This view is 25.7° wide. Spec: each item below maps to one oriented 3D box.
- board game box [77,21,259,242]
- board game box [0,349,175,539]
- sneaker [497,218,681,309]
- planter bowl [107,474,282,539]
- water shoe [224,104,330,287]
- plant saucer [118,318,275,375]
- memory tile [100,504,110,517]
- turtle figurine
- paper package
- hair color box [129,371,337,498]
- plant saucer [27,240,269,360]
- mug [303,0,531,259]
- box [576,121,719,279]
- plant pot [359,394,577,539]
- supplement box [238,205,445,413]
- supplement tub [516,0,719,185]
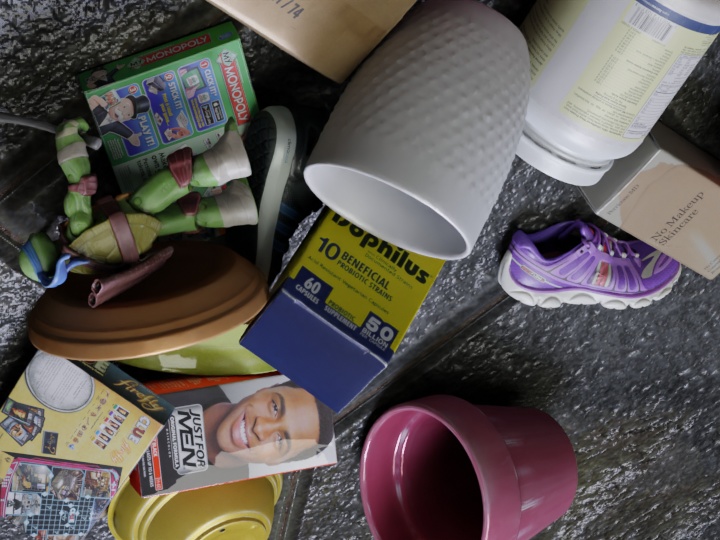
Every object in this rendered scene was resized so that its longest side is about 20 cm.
[{"bbox_3d":[-0.146,-0.105,1.337,0.134,0.029,0.201,-21,137,-7],"label":"board game box"},{"bbox_3d":[-0.278,0.164,1.471,0.135,0.035,0.200,35,119,-5],"label":"board game box"},{"bbox_3d":[0.236,-0.012,1.577,0.198,0.081,0.084,-4,127,-22],"label":"sneaker"},{"bbox_3d":[-0.153,0.256,1.622,0.199,0.084,0.201,-20,141,-17],"label":"planter bowl"},{"bbox_3d":[-0.063,-0.052,1.356,0.078,0.072,0.201,-8,136,-26],"label":"water shoe"},{"bbox_3d":[-0.146,0.057,1.432,0.198,0.031,0.200,2,162,1],"label":"plant saucer"},{"bbox_3d":[-0.259,0.194,1.578,0.199,0.017,0.153,26,117,-41],"label":"memory tile"},{"bbox_3d":[-0.191,-0.072,1.269,0.193,0.200,0.145,-17,113,-9],"label":"turtle figurine"},{"bbox_3d":[-0.040,-0.270,1.177,0.199,0.104,0.191,25,118,-41],"label":"paper package"},{"bbox_3d":[-0.128,0.151,1.536,0.198,0.061,0.102,-9,100,-19],"label":"hair color box"},{"bbox_3d":[-0.175,0.018,1.287,0.199,0.200,0.038,-14,109,-13],"label":"plant saucer"},{"bbox_3d":[0.065,-0.110,1.271,0.176,0.147,0.200,-64,153,-14],"label":"mug"},{"bbox_3d":[0.303,-0.076,1.544,0.199,0.078,0.095,23,119,-39],"label":"box"},{"bbox_3d":[0.127,0.224,1.681,0.178,0.200,0.201,-8,136,-40],"label":"plant pot"},{"bbox_3d":[0.000,0.000,1.352,0.109,0.201,0.110,34,144,-5],"label":"supplement box"},{"bbox_3d":[0.207,-0.188,1.342,0.144,0.145,0.201,11,126,-33],"label":"supplement tub"}]
